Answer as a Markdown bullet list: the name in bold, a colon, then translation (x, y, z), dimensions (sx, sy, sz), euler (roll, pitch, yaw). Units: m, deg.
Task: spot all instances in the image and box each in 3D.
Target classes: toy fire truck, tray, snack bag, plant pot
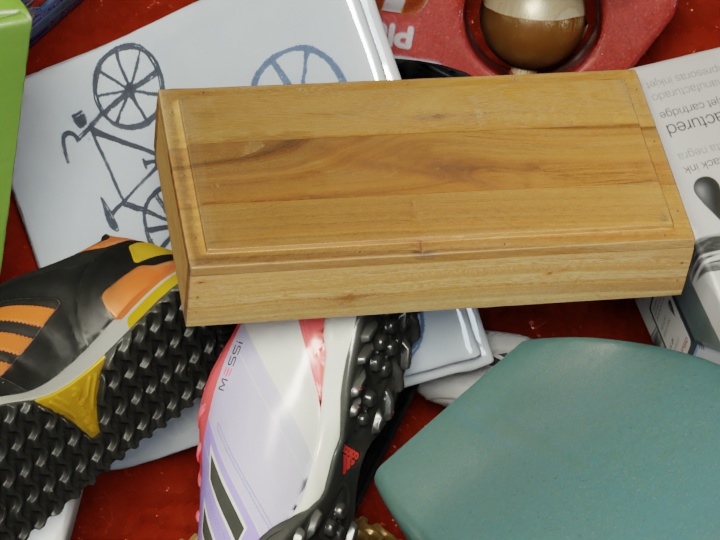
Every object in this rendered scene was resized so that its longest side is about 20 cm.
- **toy fire truck**: translation (0.039, -0.128, 1.167), dimensions (0.199, 0.112, 0.169), euler (10, 109, -3)
- **tray**: translation (0.023, -0.032, 1.050), dimensions (0.199, 0.037, 0.099), euler (-4, 47, -11)
- **snack bag**: translation (-0.058, -0.019, 1.143), dimensions (0.199, 0.021, 0.190), euler (-20, 90, 24)
- **plant pot**: translation (0.104, 0.117, 1.011), dimensions (0.141, 0.200, 0.142), euler (-40, 125, -15)

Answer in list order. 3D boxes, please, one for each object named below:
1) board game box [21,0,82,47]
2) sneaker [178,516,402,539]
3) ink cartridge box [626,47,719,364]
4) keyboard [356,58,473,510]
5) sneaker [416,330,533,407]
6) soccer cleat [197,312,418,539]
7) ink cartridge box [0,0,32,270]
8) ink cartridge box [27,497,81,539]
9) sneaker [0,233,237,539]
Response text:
- **board game box**: translation (-0.084, -0.182, 1.137), dimensions (0.200, 0.135, 0.034), euler (-43, 90, -7)
- **sneaker**: translation (-0.058, 0.164, 1.133), dimensions (0.199, 0.075, 0.091), euler (-8, 124, -33)
- **ink cartridge box**: translation (0.200, 0.003, 1.129), dimensions (0.146, 0.086, 0.201), euler (-15, 66, -17)
- **keyboard**: translation (0.000, 0.000, 1.160), dimensions (0.104, 0.040, 0.201), euler (31, 103, 20)
- **sneaker**: translation (0.098, 0.103, 1.157), dimensions (0.199, 0.075, 0.116), euler (22, 81, -6)
- **soccer cleat**: translation (-0.038, 0.082, 1.069), dimensions (0.073, 0.068, 0.201), euler (12, 77, 27)
- **ink cartridge box**: translation (-0.216, -0.104, 1.093), dimensions (0.075, 0.148, 0.200), euler (-14, 50, -28)
- **ink cartridge box**: translation (-0.212, 0.164, 1.124), dimensions (0.144, 0.084, 0.201), euler (15, 84, -4)
- **sneaker**: translation (-0.147, 0.051, 1.087), dimensions (0.200, 0.090, 0.070), euler (-33, 131, -28)
